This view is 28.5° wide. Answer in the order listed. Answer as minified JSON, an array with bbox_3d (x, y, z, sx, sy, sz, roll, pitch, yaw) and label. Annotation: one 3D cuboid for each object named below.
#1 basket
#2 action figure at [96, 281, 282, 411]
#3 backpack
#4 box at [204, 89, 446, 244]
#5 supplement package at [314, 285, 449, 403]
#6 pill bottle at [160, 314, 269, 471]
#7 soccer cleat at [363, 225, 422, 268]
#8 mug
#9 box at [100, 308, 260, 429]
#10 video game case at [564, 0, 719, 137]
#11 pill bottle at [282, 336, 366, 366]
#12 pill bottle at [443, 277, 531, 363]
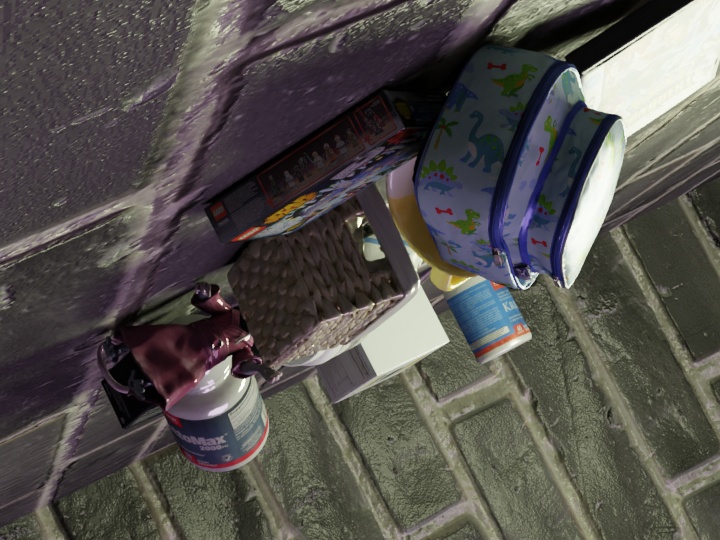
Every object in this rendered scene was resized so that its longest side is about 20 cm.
[{"bbox_3d":[-0.046,0.008,1.493,0.123,0.136,0.200,-20,170,-27],"label":"basket"},{"bbox_3d":[-0.176,0.091,1.595,0.200,0.134,0.149,-21,172,-29],"label":"action figure"},{"bbox_3d":[0.139,-0.089,1.203,0.183,0.147,0.200,-66,157,-11],"label":"backpack"},{"bbox_3d":[-0.022,-0.090,1.236,0.200,0.040,0.137,-31,172,25],"label":"box"},{"bbox_3d":[0.017,0.107,2.366,0.152,0.151,0.200,-23,172,-27],"label":"supplement package"},{"bbox_3d":[-0.186,0.146,1.723,0.120,0.120,0.200,-26,143,-10],"label":"pill bottle"},{"bbox_3d":[0.051,-0.022,1.817,0.200,0.086,0.070,-21,171,-45],"label":"soccer cleat"},{"bbox_3d":[0.120,-0.085,1.444,0.153,0.149,0.187,-33,179,-38],"label":"mug"},{"bbox_3d":[-0.224,0.125,1.890,0.200,0.079,0.141,-22,173,-35],"label":"box"},{"bbox_3d":[0.269,-0.190,1.339,0.200,0.026,0.181,-33,155,-14],"label":"video game case"},{"bbox_3d":[-0.059,0.064,1.875,0.113,0.113,0.200,-30,176,18],"label":"pill bottle"},{"bbox_3d":[0.220,0.059,2.585,0.112,0.200,0.112,-27,174,-3],"label":"pill bottle"}]
